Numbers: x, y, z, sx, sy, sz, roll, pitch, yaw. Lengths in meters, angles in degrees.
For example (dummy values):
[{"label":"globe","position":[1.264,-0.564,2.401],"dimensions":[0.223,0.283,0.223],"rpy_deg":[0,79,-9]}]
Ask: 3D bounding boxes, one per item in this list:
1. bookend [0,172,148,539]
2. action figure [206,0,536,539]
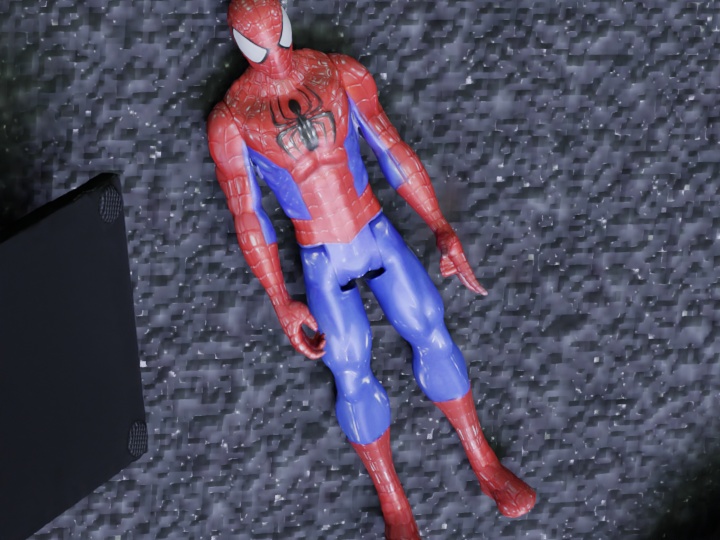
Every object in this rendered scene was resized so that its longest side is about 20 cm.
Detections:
[{"label":"bookend","position":[-0.198,0.036,0.850],"dimensions":[0.200,0.198,0.093],"rpy_deg":[-34,125,-54]},{"label":"action figure","position":[0.000,0.000,0.939],"dimensions":[0.065,0.052,0.201],"rpy_deg":[-25,111,-4]}]
